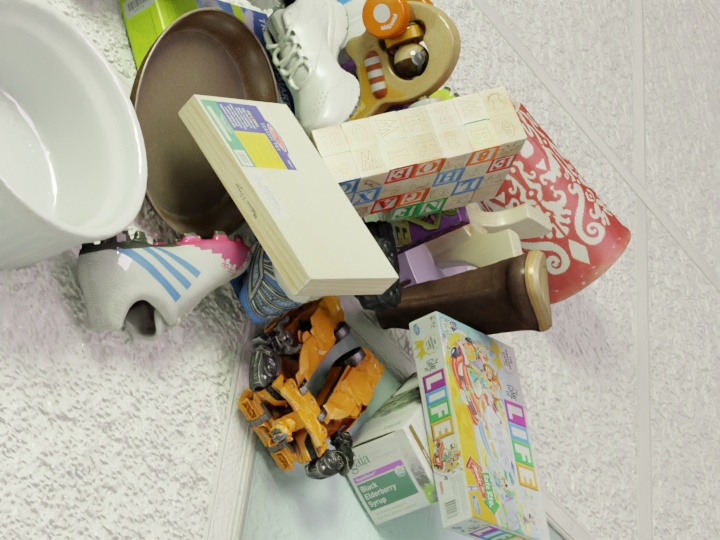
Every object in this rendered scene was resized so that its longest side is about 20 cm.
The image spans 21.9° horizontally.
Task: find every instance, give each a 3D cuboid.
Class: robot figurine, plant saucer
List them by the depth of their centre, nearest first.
[{"bbox_3d":[-0.141,-0.126,1.619,0.200,0.032,0.202,-7,99,-55],"label":"plant saucer"},{"bbox_3d":[-0.045,0.101,1.638,0.146,0.058,0.200,57,29,-12],"label":"robot figurine"}]

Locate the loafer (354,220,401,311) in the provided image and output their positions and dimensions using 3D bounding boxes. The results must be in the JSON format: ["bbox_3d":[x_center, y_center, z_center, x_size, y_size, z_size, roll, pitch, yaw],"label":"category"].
[{"bbox_3d":[0.000,0.000,1.722,0.201,0.070,0.069,-89,167,-77],"label":"loafer"}]

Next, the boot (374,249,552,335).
[{"bbox_3d":[0.094,0.031,1.747,0.200,0.165,0.073,73,12,-80],"label":"boot"}]

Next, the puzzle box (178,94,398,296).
[{"bbox_3d":[-0.060,-0.064,1.585,0.133,0.025,0.201,0,52,-55],"label":"puzzle box"}]

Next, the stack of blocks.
[{"bbox_3d":[0.043,-0.098,1.733,0.198,0.115,0.059,-14,68,-20],"label":"stack of blocks"}]

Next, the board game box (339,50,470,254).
[{"bbox_3d":[0.025,-0.118,1.853,0.032,0.119,0.202,8,62,-60],"label":"board game box"}]

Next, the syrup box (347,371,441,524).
[{"bbox_3d":[0.062,0.154,1.750,0.082,0.078,0.200,61,29,-8],"label":"syrup box"}]

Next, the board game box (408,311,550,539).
[{"bbox_3d":[0.110,0.150,1.713,0.134,0.034,0.202,25,48,-49],"label":"board game box"}]

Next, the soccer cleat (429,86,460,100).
[{"bbox_3d":[0.058,-0.156,1.899,0.200,0.084,0.065,39,-3,39],"label":"soccer cleat"}]

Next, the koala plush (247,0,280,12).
[{"bbox_3d":[-0.135,-0.316,1.627,0.199,0.184,0.178,34,38,-7],"label":"koala plush"}]

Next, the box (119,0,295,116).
[{"bbox_3d":[-0.131,-0.189,1.730,0.199,0.047,0.123,5,64,-56],"label":"box"}]

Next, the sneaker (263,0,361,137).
[{"bbox_3d":[-0.055,-0.197,1.753,0.087,0.074,0.201,32,32,-37],"label":"sneaker"}]

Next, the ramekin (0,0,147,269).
[{"bbox_3d":[-0.262,-0.099,1.398,0.200,0.097,0.202,39,38,-39],"label":"ramekin"}]

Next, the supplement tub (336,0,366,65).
[{"bbox_3d":[-0.032,-0.322,1.906,0.132,0.131,0.201,-21,85,-61],"label":"supplement tub"}]

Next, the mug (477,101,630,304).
[{"bbox_3d":[0.185,-0.078,2.116,0.133,0.177,0.200,-45,106,-21],"label":"mug"}]

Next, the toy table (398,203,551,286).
[{"bbox_3d":[0.106,-0.050,1.939,0.183,0.117,0.202,11,58,-55],"label":"toy table"}]

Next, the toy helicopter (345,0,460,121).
[{"bbox_3d":[0.025,-0.168,1.813,0.132,0.200,0.079,47,22,15],"label":"toy helicopter"}]

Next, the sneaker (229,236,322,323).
[{"bbox_3d":[-0.081,-0.010,1.652,0.077,0.085,0.200,52,9,-14],"label":"sneaker"}]

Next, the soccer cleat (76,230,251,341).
[{"bbox_3d":[-0.160,0.013,1.523,0.199,0.069,0.087,-2,85,-56],"label":"soccer cleat"}]
